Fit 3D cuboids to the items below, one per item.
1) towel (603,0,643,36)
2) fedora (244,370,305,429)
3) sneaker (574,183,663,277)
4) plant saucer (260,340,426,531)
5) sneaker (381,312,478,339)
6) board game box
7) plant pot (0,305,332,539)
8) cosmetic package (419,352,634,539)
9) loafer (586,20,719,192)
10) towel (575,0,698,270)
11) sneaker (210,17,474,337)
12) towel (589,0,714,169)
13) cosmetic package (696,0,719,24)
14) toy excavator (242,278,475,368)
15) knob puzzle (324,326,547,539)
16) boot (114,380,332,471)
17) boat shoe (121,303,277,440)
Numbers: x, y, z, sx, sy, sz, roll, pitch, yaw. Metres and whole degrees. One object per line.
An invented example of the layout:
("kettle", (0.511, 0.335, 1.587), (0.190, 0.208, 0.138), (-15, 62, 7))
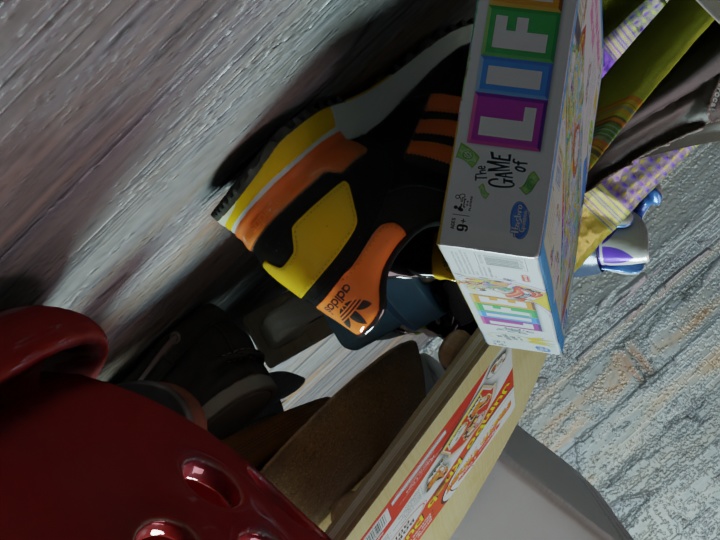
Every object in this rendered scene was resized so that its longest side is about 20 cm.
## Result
("towel", (0.125, -0.130, 0.950), (0.200, 0.018, 0.086), (-43, 174, 7))
("fedora", (-0.097, 0.138, 1.018), (0.176, 0.091, 0.200), (-26, 173, -27))
("sneaker", (0.122, -0.019, 1.144), (0.200, 0.146, 0.081), (-46, 135, -33))
("plant saucer", (-0.026, 0.123, 0.868), (0.200, 0.035, 0.200), (-46, 168, -12))
("sneaker", (0.046, 0.017, 1.011), (0.071, 0.084, 0.200), (16, 151, -28))
("board game box", (0.066, -0.051, 0.630), (0.200, 0.034, 0.136), (54, 45, -75))
("plant pot", (-0.109, 0.124, 0.545), (0.200, 0.183, 0.200), (-40, 174, -5))
("cosmetic package", (0.047, 0.190, 1.012), (0.200, 0.165, 0.165), (-50, -168, 5))
("loafer", (0.198, -0.098, 0.980), (0.199, 0.071, 0.073), (-33, -160, 26))
("towel", (0.146, -0.080, 1.062), (0.200, 0.144, 0.023), (-44, -142, 4))
("sneaker", (0.026, -0.037, 0.703), (0.200, 0.090, 0.070), (-35, 171, -48))
("towel", (0.151, -0.101, 0.924), (0.200, 0.018, 0.086), (-49, -168, -19))
("cosmetic package", (0.202, -0.186, 0.781), (0.103, 0.087, 0.200), (-46, 173, 30))
("toy excavator", (0.000, 0.000, 0.900), (0.199, 0.100, 0.194), (-29, 179, 17))
("knob puzzle", (0.029, 0.099, 0.823), (0.220, 0.030, 0.220), (-49, 160, -24))
("boot", (-0.072, 0.099, 0.788), (0.199, 0.069, 0.189), (-15, 145, -49))
("boat shoe", (-0.127, 0.094, 0.872), (0.200, 0.057, 0.067), (-39, 158, 19))
